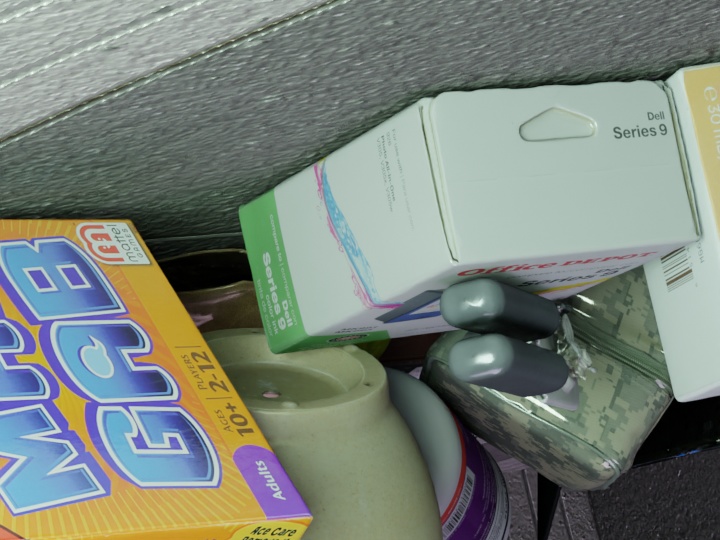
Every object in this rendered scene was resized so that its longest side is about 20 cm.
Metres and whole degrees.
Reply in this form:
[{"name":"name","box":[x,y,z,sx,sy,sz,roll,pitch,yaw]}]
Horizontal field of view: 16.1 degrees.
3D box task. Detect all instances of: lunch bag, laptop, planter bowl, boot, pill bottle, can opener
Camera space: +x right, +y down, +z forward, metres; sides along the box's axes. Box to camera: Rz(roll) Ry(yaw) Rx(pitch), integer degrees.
[{"name":"lunch bag","box":[0.129,0.027,1.501,0.139,0.168,0.200,32,171,6]},{"name":"laptop","box":[0.188,0.085,1.792,0.200,0.177,0.103,-17,144,28]},{"name":"planter bowl","box":[-0.050,0.110,1.324,0.200,0.135,0.200,3,-161,-1]},{"name":"boot","box":[-0.137,0.024,1.471,0.200,0.074,0.075,-9,142,13]},{"name":"pill bottle","box":[0.025,0.135,1.533,0.112,0.113,0.200,-14,158,11]},{"name":"can opener","box":[0.072,0.041,1.256,0.066,0.053,0.200,-13,170,13]}]

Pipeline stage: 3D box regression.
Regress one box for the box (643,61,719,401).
[{"name":"box","box":[0.249,-0.031,1.281,0.200,0.153,0.106,-11,171,-15]}]

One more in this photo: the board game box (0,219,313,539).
[{"name":"board game box","box":[-0.184,0.115,1.188,0.200,0.200,0.200,0,134,-41]}]

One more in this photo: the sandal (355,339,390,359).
[{"name":"sandal","box":[0.000,0.000,1.437,0.087,0.080,0.200,-30,171,13]}]

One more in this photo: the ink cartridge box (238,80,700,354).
[{"name":"ink cartridge box","box":[0.050,-0.025,1.267,0.145,0.088,0.200,-7,168,-30]}]

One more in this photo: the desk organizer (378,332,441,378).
[{"name":"desk organizer","box":[0.072,0.032,1.689,0.200,0.077,0.072,-4,161,-26]}]
